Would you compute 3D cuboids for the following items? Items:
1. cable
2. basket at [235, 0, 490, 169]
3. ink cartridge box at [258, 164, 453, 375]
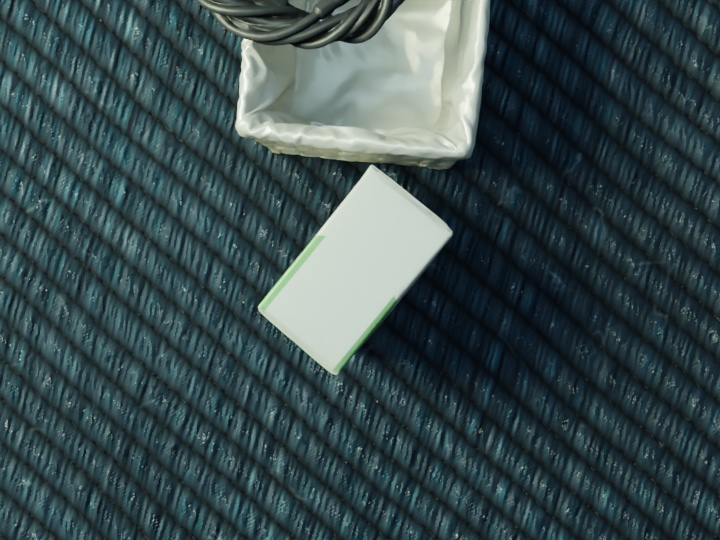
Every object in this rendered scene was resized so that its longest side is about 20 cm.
[{"bbox_3d":[-0.056,-0.252,0.699,0.200,0.051,0.164,-5,95,-2],"label":"cable"},{"bbox_3d":[0.005,-0.197,0.796,0.198,0.161,0.200,6,92,1],"label":"basket"},{"bbox_3d":[0.000,0.000,0.780,0.087,0.200,0.145,39,92,4],"label":"ink cartridge box"}]
